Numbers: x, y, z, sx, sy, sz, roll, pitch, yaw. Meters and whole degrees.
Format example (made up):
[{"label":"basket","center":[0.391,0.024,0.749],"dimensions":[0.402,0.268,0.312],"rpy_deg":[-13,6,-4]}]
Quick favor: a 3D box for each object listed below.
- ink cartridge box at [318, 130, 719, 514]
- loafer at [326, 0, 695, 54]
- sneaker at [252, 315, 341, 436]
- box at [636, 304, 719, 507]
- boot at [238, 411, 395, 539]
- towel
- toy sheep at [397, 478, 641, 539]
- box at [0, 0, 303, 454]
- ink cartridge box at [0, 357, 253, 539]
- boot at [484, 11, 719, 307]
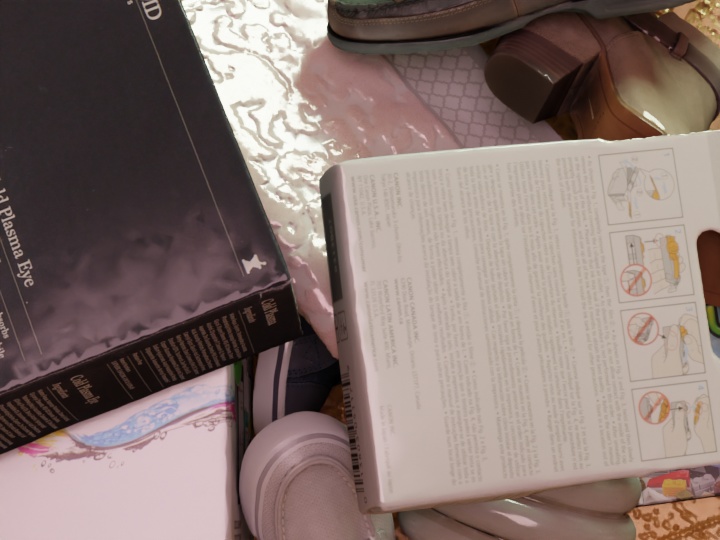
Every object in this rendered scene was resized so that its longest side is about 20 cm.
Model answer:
[{"label":"ink cartridge box","center":[0.089,0.023,0.909],"dimensions":[0.199,0.057,0.163],"rpy_deg":[-5,84,-16]},{"label":"loafer","center":[0.077,-0.158,0.967],"dimensions":[0.199,0.072,0.063],"rpy_deg":[-9,124,3]},{"label":"sneaker","center":[0.000,0.000,1.027],"dimensions":[0.079,0.078,0.201],"rpy_deg":[14,82,8]},{"label":"box","center":[0.237,0.060,1.037],"dimensions":[0.199,0.035,0.110],"rpy_deg":[-8,83,0]},{"label":"boot","center":[0.003,0.164,0.946],"dimensions":[0.073,0.200,0.096],"rpy_deg":[-27,40,-9]},{"label":"towel","center":[-0.002,-0.075,0.987],"dimensions":[0.191,0.032,0.200],"rpy_deg":[-31,75,-33]},{"label":"toy sheep","center":[0.082,0.113,0.985],"dimensions":[0.138,0.138,0.200],"rpy_deg":[21,94,3]},{"label":"box","center":[-0.145,-0.037,0.876],"dimensions":[0.182,0.104,0.200],"rpy_deg":[-21,76,-3]},{"label":"ink cartridge box","center":[-0.130,0.088,0.985],"dimensions":[0.146,0.147,0.201],"rpy_deg":[-1,84,1]},{"label":"boot","center":[0.156,-0.079,1.004],"dimensions":[0.200,0.146,0.070],"rpy_deg":[47,129,9]}]
